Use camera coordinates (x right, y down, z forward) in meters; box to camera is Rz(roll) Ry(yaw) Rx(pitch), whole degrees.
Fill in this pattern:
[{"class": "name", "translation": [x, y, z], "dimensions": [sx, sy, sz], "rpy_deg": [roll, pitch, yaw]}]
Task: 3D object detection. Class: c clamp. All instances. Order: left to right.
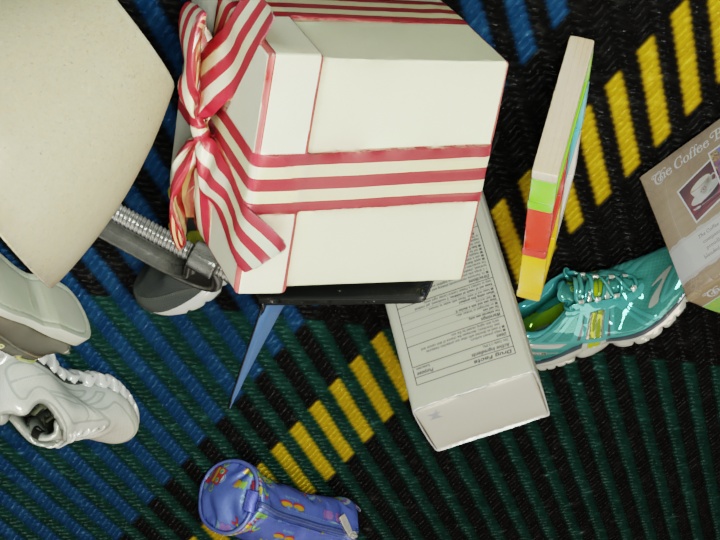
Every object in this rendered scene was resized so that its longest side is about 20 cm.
[{"class": "c clamp", "translation": [-0.163, -0.034, 1.179], "dimensions": [0.199, 0.027, 0.171], "rpy_deg": [27, 169, 4]}]

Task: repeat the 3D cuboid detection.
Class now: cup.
[{"class": "cup", "translation": [-0.201, -0.110, 1.036], "dimensions": [0.143, 0.200, 0.200], "rpy_deg": [-39, 148, -6]}]

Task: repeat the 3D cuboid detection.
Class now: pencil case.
[{"class": "pencil case", "translation": [-0.079, 0.255, 1.728], "dimensions": [0.086, 0.079, 0.200], "rpy_deg": [-1, 161, 38]}]

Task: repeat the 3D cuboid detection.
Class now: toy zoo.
[{"class": "toy zoo", "translation": [0.149, -0.067, 1.284], "dimensions": [0.020, 0.132, 0.200], "rpy_deg": [13, 148, 9]}]

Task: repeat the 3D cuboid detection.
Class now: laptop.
[{"class": "laptop", "translation": [0.000, 0.000, 1.236], "dimensions": [0.199, 0.188, 0.116], "rpy_deg": [-1, 131, 27]}]

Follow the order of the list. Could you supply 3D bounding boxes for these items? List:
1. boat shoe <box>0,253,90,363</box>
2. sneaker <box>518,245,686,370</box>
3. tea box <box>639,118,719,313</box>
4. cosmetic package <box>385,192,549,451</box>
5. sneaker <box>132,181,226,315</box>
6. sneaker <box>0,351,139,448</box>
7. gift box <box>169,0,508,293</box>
[{"class": "boat shoe", "translation": [-0.290, 0.023, 1.290], "dimensions": [0.060, 0.072, 0.202], "rpy_deg": [-30, 149, 15]}, {"class": "sneaker", "translation": [0.214, 0.031, 1.514], "dimensions": [0.199, 0.078, 0.080], "rpy_deg": [-27, 138, 18]}, {"class": "tea box", "translation": [0.380, -0.056, 1.387], "dimensions": [0.196, 0.134, 0.200], "rpy_deg": [18, 136, -40]}, {"class": "cosmetic package", "translation": [0.074, 0.028, 1.325], "dimensions": [0.103, 0.201, 0.087], "rpy_deg": [-17, 148, 7]}, {"class": "sneaker", "translation": [-0.120, -0.046, 1.267], "dimensions": [0.084, 0.075, 0.200], "rpy_deg": [24, 122, -38]}, {"class": "sneaker", "translation": [-0.261, 0.123, 1.450], "dimensions": [0.075, 0.081, 0.200], "rpy_deg": [-28, 147, 18]}, {"class": "gift box", "translation": [-0.025, -0.095, 1.067], "dimensions": [0.186, 0.200, 0.186], "rpy_deg": [-2, 114, -22]}]
